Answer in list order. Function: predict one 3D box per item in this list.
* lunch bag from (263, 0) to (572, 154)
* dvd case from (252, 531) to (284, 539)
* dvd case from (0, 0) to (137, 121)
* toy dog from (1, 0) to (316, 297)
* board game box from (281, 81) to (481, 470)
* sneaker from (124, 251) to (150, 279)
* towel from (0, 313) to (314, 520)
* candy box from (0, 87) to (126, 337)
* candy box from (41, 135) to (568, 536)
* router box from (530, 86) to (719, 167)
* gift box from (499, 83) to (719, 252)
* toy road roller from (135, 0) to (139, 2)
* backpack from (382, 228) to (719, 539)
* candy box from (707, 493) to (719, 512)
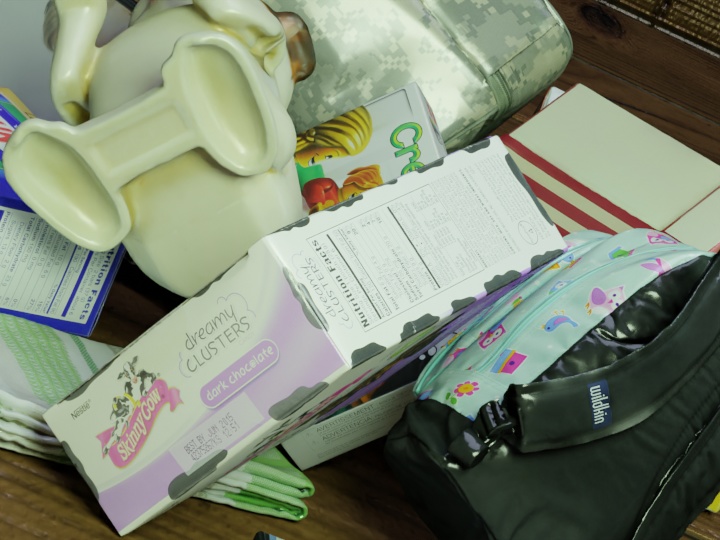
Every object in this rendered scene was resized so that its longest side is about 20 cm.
[{"bbox_3d":[-0.002,-0.142,1.602,0.200,0.168,0.139,51,-21,0],"label":"lunch bag"},{"bbox_3d":[0.043,0.187,1.207,0.200,0.018,0.143,23,15,-12],"label":"dvd case"},{"bbox_3d":[-0.195,-0.116,1.590,0.200,0.143,0.018,36,-4,35],"label":"dvd case"},{"bbox_3d":[-0.080,-0.086,1.424,0.194,0.139,0.200,47,21,-23],"label":"toy dog"},{"bbox_3d":[0.000,0.000,1.447,0.035,0.126,0.200,56,14,-48],"label":"board game box"},{"bbox_3d":[-0.140,-0.046,1.618,0.200,0.078,0.090,39,11,25],"label":"sneaker"},{"bbox_3d":[-0.130,0.059,1.337,0.200,0.031,0.149,17,18,-31],"label":"towel"},{"bbox_3d":[-0.245,-0.050,1.426,0.200,0.077,0.169,14,20,-42],"label":"candy box"},{"bbox_3d":[-0.024,0.028,1.252,0.072,0.168,0.200,57,36,5],"label":"candy box"},{"bbox_3d":[0.168,-0.004,1.674,0.200,0.180,0.049,24,49,-5],"label":"router box"},{"bbox_3d":[0.148,0.034,1.519,0.187,0.184,0.200,35,-24,40],"label":"gift box"},{"bbox_3d":[-0.104,-0.132,1.709,0.200,0.123,0.146,12,-12,-30],"label":"toy road roller"},{"bbox_3d":[0.114,0.066,1.315,0.126,0.200,0.167,22,-30,49],"label":"backpack"},{"bbox_3d":[0.135,0.087,1.686,0.200,0.026,0.102,25,11,-3],"label":"candy box"}]
